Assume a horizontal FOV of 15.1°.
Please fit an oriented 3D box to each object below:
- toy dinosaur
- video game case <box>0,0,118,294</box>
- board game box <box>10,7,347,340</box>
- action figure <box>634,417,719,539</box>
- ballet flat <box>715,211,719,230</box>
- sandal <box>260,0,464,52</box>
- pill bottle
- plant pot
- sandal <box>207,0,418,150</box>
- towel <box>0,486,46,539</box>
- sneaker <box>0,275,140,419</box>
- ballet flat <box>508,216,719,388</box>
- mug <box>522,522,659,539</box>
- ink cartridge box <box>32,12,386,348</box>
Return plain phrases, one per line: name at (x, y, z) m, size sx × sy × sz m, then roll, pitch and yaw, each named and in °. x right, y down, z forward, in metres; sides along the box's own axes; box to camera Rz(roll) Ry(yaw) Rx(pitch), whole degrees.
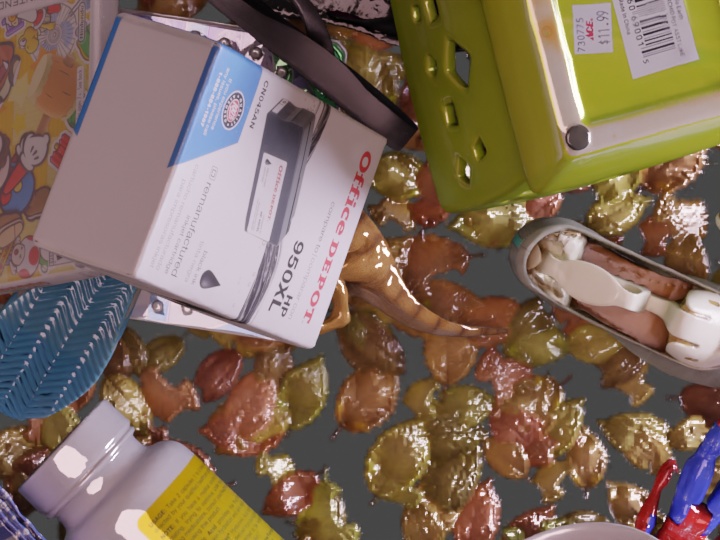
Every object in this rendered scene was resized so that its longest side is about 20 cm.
toy dinosaur at (0.000, 0.000, 1.727) m, size 0.106 × 0.060 × 0.200 m, roll -39°, pitch 101°, yaw -3°
video game case at (-0.223, -0.084, 1.686) m, size 0.181 × 0.023 × 0.201 m, roll -10°, pitch 75°, yaw 38°
board game box at (-0.120, -0.063, 1.761) m, size 0.199 × 0.026 × 0.201 m, roll 9°, pitch 97°, yaw 1°
action figure at (0.221, 0.151, 1.754) m, size 0.065 × 0.052 × 0.200 m, roll 26°, pitch 106°, yaw -11°
ballet flat at (0.326, -0.005, 1.736) m, size 0.199 × 0.069 × 0.070 m, roll 3°, pitch 96°, yaw 1°
sandal at (0.013, -0.180, 1.731) m, size 0.199 × 0.048 × 0.076 m, roll 5°, pitch 96°, yaw 3°
pill bottle at (-0.121, 0.180, 1.744) m, size 0.200 × 0.111 × 0.111 m, roll 44°, pitch 96°, yaw -3°
plant pot at (0.141, -0.150, 1.639) m, size 0.198 × 0.181 × 0.201 m, roll -15°, pitch 95°, yaw -14°
sandal at (-0.040, -0.154, 1.702) m, size 0.200 × 0.076 × 0.043 m, roll 38°, pitch 98°, yaw -12°
towel at (-0.185, 0.211, 1.741) m, size 0.200 × 0.145 × 0.024 m, roll 46°, pitch 70°, yaw -3°
sneaker at (-0.172, 0.007, 1.712) m, size 0.076 × 0.081 × 0.200 m, roll 34°, pitch 104°, yaw -3°
ballet flat at (0.187, 0.026, 1.740) m, size 0.199 × 0.064 × 0.068 m, roll 25°, pitch 96°, yaw -1°
mug at (0.131, 0.271, 1.732) m, size 0.199 × 0.148 × 0.176 m, roll 6°, pitch 132°, yaw 32°
ink cartridge box at (-0.084, -0.049, 1.613) m, size 0.084 × 0.200 × 0.145 m, roll 18°, pitch 86°, yaw 33°
